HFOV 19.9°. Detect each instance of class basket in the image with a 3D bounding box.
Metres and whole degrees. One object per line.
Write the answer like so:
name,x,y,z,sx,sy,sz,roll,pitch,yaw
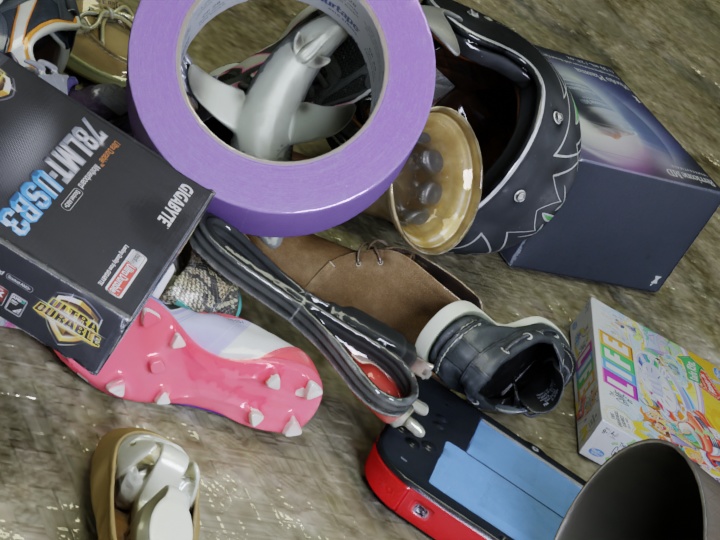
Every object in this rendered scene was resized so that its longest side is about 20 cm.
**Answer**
basket,0.223,0.221,1.241,0.199,0.181,0.136,27,-17,-31

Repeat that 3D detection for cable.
cable,-0.032,0.041,1.311,0.199,0.050,0.097,29,27,-13

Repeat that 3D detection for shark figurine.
shark figurine,-0.035,-0.135,1.429,0.128,0.215,0.089,43,-4,-4

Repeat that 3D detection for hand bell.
hand bell,-0.019,-0.073,1.503,0.199,0.105,0.104,8,4,41

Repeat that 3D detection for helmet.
helmet,0.081,-0.107,1.627,0.190,0.200,0.200,41,24,-2

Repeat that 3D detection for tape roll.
tape roll,-0.053,-0.126,1.340,0.200,0.201,0.066,33,-15,0

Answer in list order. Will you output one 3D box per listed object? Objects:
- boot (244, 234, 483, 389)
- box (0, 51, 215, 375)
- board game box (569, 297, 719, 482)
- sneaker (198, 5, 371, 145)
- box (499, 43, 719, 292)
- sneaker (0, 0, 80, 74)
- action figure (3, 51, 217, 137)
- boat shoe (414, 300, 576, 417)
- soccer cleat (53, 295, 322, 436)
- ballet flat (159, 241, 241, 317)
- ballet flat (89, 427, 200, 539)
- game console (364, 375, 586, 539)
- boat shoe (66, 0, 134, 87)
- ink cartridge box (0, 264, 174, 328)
boot,0.000,0.000,1.462,0.199,0.076,0.074,34,26,4
box,-0.197,-0.048,1.177,0.198,0.050,0.200,32,26,-3
board game box,0.229,0.108,1.589,0.134,0.034,0.200,28,25,-10
sneaker,-0.062,-0.129,1.515,0.081,0.200,0.086,53,35,-9
box,0.180,-0.097,1.808,0.199,0.124,0.199,9,35,-42
sneaker,-0.243,-0.181,1.499,0.079,0.079,0.200,24,36,-6
action figure,-0.176,-0.112,1.411,0.200,0.130,0.070,-13,75,-52
boat shoe,0.111,0.071,1.435,0.066,0.075,0.199,43,7,29
soccer cleat,-0.112,0.047,1.257,0.199,0.067,0.076,21,15,-29
ballet flat,-0.131,-0.036,1.369,0.075,0.068,0.200,34,21,-37
ballet flat,-0.108,0.131,1.097,0.068,0.063,0.200,25,25,-18
game console,0.102,0.152,1.356,0.199,0.031,0.177,34,24,1
boat shoe,-0.223,-0.213,1.599,0.073,0.063,0.201,3,38,-48
ink cartridge box,-0.225,-0.027,1.241,0.199,0.067,0.117,12,33,-41
